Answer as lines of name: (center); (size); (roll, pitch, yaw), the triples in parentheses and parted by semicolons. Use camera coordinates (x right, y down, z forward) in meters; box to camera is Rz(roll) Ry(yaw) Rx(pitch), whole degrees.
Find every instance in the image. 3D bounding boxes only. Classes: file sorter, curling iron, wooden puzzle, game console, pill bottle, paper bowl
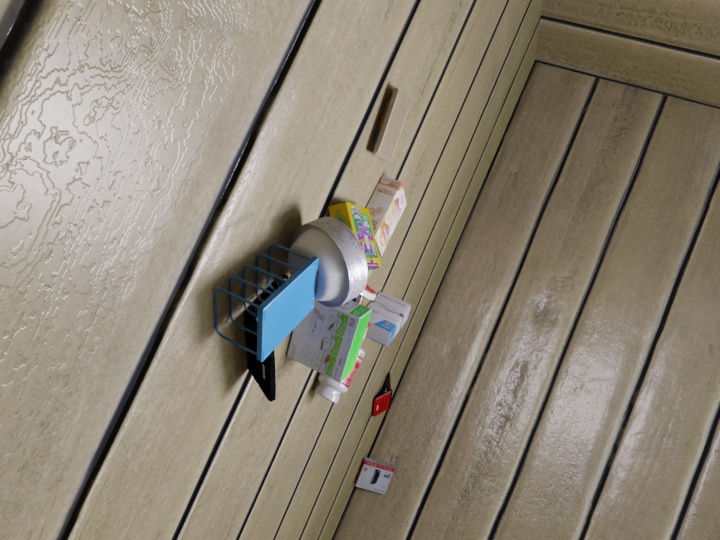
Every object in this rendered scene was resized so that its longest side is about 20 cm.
file sorter: (-0.192, 0.056, 1.100); (0.200, 0.122, 0.139); (-48, 154, -49)
curling iron: (-0.180, 0.079, 1.317); (0.200, 0.025, 0.050); (94, 9, -50)
wooden puzzle: (0.086, -0.409, 1.531); (0.200, 0.037, 0.186); (-14, 124, -75)
game console: (-0.200, 0.165, 1.235); (0.116, 0.176, 0.200); (-22, 138, -28)
game console: (0.115, 0.692, 2.996); (0.172, 0.119, 0.200); (-23, 142, -22)
pill bottle: (-0.074, 0.343, 1.828); (0.200, 0.112, 0.112); (-63, 162, -16)
paper bowl: (-0.086, -0.012, 1.209); (0.104, 0.200, 0.201); (-26, 139, -39)

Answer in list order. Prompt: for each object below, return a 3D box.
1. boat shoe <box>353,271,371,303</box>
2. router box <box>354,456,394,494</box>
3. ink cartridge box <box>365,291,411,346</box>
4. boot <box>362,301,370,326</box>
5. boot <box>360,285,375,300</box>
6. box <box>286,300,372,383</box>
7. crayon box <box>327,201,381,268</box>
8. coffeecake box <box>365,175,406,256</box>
boat shoe: (-0.023, 0.047, 1.710); (0.065, 0.073, 0.201); (2, 109, -56)
router box: (0.087, 1.264, 3.309); (0.049, 0.199, 0.180); (-133, -118, -78)
ink cartridge box: (0.089, 0.184, 2.071); (0.200, 0.144, 0.084); (-44, 153, -52)
boot: (-0.003, 0.142, 1.812); (0.075, 0.107, 0.201); (-7, 116, -69)
boot: (0.000, 0.000, 1.620); (0.200, 0.072, 0.145); (33, 76, -47)
box: (-0.088, 0.172, 1.465); (0.097, 0.176, 0.201); (-28, 137, -64)
crayon box: (-0.013, -0.086, 1.440); (0.200, 0.058, 0.173); (0, 77, -73)
coffeecake box: (0.068, -0.170, 1.694); (0.200, 0.073, 0.154); (-64, 162, -14)
